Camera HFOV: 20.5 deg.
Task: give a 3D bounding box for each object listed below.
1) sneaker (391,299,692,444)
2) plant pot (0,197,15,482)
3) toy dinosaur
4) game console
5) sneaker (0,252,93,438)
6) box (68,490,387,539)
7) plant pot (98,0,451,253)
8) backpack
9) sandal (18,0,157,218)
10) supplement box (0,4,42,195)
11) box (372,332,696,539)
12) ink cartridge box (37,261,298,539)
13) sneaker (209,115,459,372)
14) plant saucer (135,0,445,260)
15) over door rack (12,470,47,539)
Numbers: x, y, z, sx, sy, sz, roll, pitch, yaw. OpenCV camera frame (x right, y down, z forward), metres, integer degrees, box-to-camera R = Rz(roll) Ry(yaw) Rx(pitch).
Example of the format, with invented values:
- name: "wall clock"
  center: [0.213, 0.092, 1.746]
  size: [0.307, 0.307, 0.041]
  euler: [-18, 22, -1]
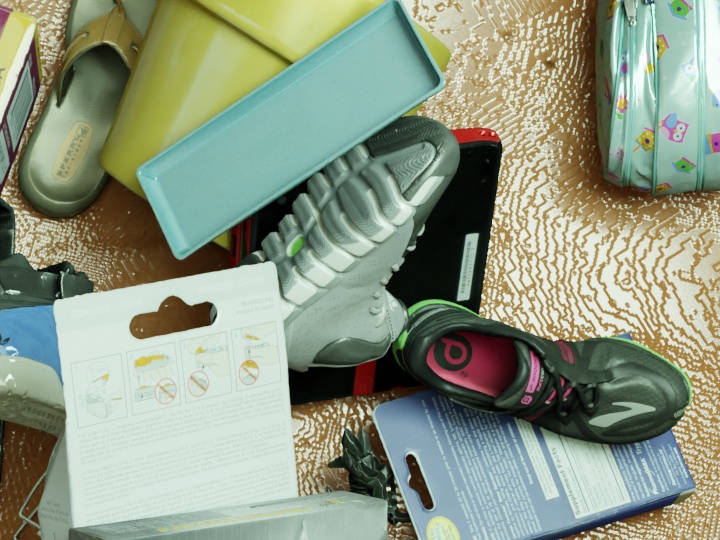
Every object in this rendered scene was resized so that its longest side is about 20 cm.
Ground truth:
- name: "sneaker"
  center: [0.116, 0.075, 1.296]
  size: [0.199, 0.084, 0.077]
  euler: [11, 102, 0]
- name: "plant pot"
  center: [-0.333, 0.038, 1.258]
  size: [0.177, 0.200, 0.200]
  euler: [0, 79, 4]
- name: "toy dinosaur"
  center: [-0.039, 0.179, 1.315]
  size: [0.200, 0.136, 0.102]
  euler: [31, 34, -32]
- name: "game console"
  center: [0.000, 0.000, 1.309]
  size: [0.176, 0.201, 0.031]
  euler: [-9, 37, -20]
- name: "sneaker"
  center: [-0.182, 0.054, 1.284]
  size: [0.077, 0.200, 0.112]
  euler: [-16, 63, 30]
- name: "box"
  center: [-0.073, 0.218, 1.153]
  size: [0.200, 0.048, 0.159]
  euler: [-2, 95, -40]
- name: "plant pot"
  center: [-0.070, -0.117, 1.321]
  size: [0.200, 0.201, 0.189]
  euler: [31, 93, 0]
- name: "backpack"
  center: [0.225, -0.151, 1.386]
  size: [0.126, 0.167, 0.201]
  euler: [-1, 82, 13]
- name: "sandal"
  center: [-0.179, -0.133, 1.372]
  size: [0.080, 0.054, 0.201]
  euler: [21, 77, -3]
- name: "supplement box"
  center: [-0.320, -0.135, 1.317]
  size: [0.199, 0.131, 0.104]
  euler: [19, 77, -2]
- name: "box"
  center: [0.114, 0.124, 1.345]
  size: [0.199, 0.032, 0.121]
  euler: [-14, 69, -20]
- name: "ink cartridge box"
  center: [-0.115, 0.104, 1.171]
  size: [0.162, 0.050, 0.201]
  euler: [-11, 97, -39]
- name: "sneaker"
  center: [0.007, -0.008, 1.248]
  size: [0.200, 0.115, 0.075]
  euler: [-41, 46, 20]
- name: "plant saucer"
  center: [-0.042, -0.084, 1.215]
  size: [0.200, 0.019, 0.070]
  euler: [-32, 68, 12]
- name: "over door rack"
  center: [-0.160, 0.231, 1.259]
  size: [0.067, 0.148, 0.200]
  euler: [-38, 86, -18]
